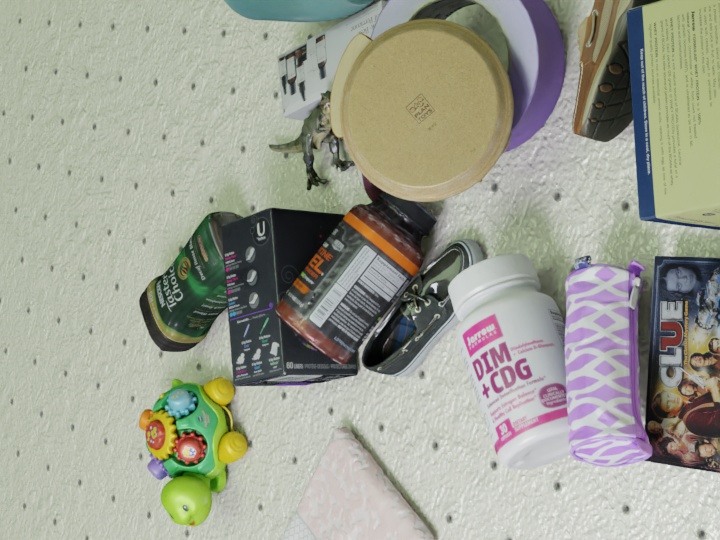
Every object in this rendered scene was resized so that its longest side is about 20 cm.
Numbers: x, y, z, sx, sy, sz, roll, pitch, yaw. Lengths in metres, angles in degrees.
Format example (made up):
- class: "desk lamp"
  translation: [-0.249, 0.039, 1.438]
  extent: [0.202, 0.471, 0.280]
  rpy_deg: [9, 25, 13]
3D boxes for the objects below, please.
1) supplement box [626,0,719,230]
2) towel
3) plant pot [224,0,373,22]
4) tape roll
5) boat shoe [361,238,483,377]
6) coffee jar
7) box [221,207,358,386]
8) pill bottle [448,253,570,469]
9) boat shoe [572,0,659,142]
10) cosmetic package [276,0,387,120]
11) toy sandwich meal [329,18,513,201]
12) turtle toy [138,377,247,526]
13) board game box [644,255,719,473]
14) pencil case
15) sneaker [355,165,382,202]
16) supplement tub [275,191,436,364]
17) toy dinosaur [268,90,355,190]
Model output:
- class: "supplement box"
  translation: [0.362, -0.151, 1.403]
  extent: [0.199, 0.133, 0.202]
  rpy_deg: [-11, 79, 47]
- class: "towel"
  translation: [-0.010, 0.321, 1.860]
  extent: [0.200, 0.032, 0.192]
  rpy_deg: [48, 121, 37]
- class: "plant pot"
  translation: [-0.054, -0.384, 1.845]
  extent: [0.160, 0.200, 0.203]
  rpy_deg: [18, 101, 36]
- class: "tape roll"
  translation: [0.112, -0.221, 1.673]
  extent: [0.198, 0.085, 0.202]
  rpy_deg: [2, 95, 27]
- class: "boat shoe"
  translation: [0.069, 0.046, 1.771]
  extent: [0.201, 0.056, 0.069]
  rpy_deg: [-57, 50, 29]
- class: "coffee jar"
  translation: [-0.212, 0.019, 2.064]
  extent: [0.200, 0.085, 0.105]
  rpy_deg: [-46, 56, 36]
- class: "box"
  translation: [-0.086, 0.035, 1.895]
  extent: [0.106, 0.121, 0.202]
  rpy_deg: [-16, 76, 46]
- class: "pill bottle"
  translation: [0.165, 0.093, 1.619]
  extent: [0.113, 0.113, 0.202]
  rpy_deg: [-39, 60, 39]
- class: "boat shoe"
  translation: [0.257, -0.230, 1.578]
  extent: [0.074, 0.075, 0.202]
  rpy_deg: [27, 99, 51]
- class: "cosmetic package"
  translation: [-0.021, -0.251, 1.896]
  extent: [0.199, 0.050, 0.083]
  rpy_deg: [-21, 73, 45]
- class: "toy sandwich meal"
  translation: [0.065, -0.164, 1.622]
  extent: [0.203, 0.070, 0.208]
  rpy_deg: [0, 90, 17]
- class: "turtle toy"
  translation: [-0.228, 0.236, 2.054]
  extent: [0.145, 0.100, 0.202]
  rpy_deg: [-34, 63, 41]
- class: "board game box"
  translation: [0.336, 0.089, 1.489]
  extent: [0.135, 0.034, 0.202]
  rpy_deg: [2, 89, 48]
- class: "pencil case"
  translation: [0.244, 0.090, 1.529]
  extent: [0.085, 0.084, 0.202]
  rpy_deg: [-15, 62, 35]
- class: "sneaker"
  translation: [0.057, -0.166, 1.788]
  extent: [0.090, 0.074, 0.202]
  rpy_deg: [24, 107, 46]
- class: "supplement tub"
  translation: [0.000, 0.000, 1.782]
  extent: [0.201, 0.107, 0.107]
  rpy_deg: [-52, 48, -1]
- class: "toy dinosaur"
  translation: [-0.053, -0.153, 1.926]
  extent: [0.200, 0.047, 0.089]
  rpy_deg: [-36, 76, 60]
